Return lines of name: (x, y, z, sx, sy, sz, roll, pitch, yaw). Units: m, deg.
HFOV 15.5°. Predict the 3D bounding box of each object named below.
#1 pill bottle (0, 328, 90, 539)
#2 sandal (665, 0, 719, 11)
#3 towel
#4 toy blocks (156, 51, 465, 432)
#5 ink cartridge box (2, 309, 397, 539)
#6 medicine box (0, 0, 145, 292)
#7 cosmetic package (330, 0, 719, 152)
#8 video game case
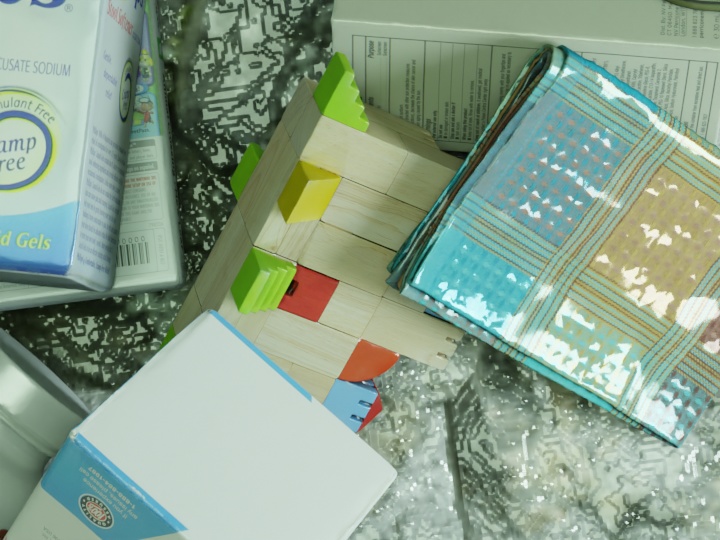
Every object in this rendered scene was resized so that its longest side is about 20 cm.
pill bottle: (-0.233, 0.124, 1.352, 0.112, 0.112, 0.200, 42, 90, 4)
sandal: (0.134, -0.197, 1.288, 0.200, 0.057, 0.080, 35, 64, 5)
towel: (0.128, -0.009, 1.326, 0.199, 0.022, 0.147, 30, 98, -28)
toy blocks: (0.000, 0.000, 1.344, 0.136, 0.100, 0.201, 22, 110, -22)
ink cartridge box: (-0.100, 0.146, 1.306, 0.128, 0.125, 0.200, 41, 133, 4)
medicine box: (-0.210, -0.099, 1.328, 0.181, 0.103, 0.202, 6, 85, 6)
cosmetic package: (0.086, -0.114, 1.339, 0.198, 0.104, 0.073, 6, 56, 3)
video game case: (-0.198, -0.069, 1.386, 0.198, 0.022, 0.183, -7, 84, 5)
